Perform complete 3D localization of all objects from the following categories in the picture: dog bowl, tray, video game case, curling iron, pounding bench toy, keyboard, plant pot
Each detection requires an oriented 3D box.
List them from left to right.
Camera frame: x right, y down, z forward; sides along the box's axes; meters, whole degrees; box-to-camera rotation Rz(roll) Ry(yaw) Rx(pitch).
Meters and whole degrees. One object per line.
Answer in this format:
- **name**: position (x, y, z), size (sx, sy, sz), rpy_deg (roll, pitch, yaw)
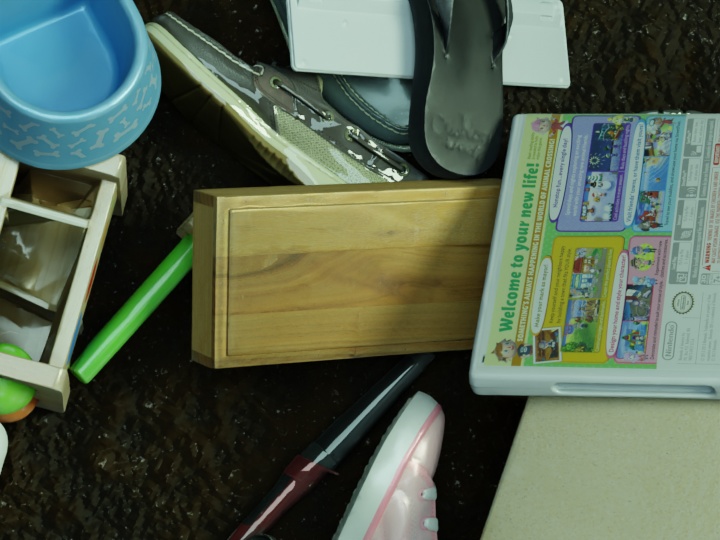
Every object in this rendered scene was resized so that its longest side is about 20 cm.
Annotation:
- **dog bowl**: position (-0.187, -0.155, 1.492), size (0.111, 0.050, 0.200), rpy_deg (-25, 77, -15)
- **pounding bench toy**: position (-0.180, 0.013, 1.543), size (0.200, 0.124, 0.156), rpy_deg (15, 80, -3)
- **curling iron**: position (-0.022, 0.122, 1.586), size (0.050, 0.026, 0.200), rpy_deg (29, 71, 37)
- **tray**: position (0.000, 0.000, 1.556), size (0.200, 0.037, 0.099), rpy_deg (-3, 100, -27)
- **keyboard**: position (0.043, -0.142, 1.603), size (0.200, 0.011, 0.056), rpy_deg (1, 85, -32)
- **video game case**: position (0.163, -0.011, 1.505), size (0.182, 0.022, 0.200), rpy_deg (1, 50, 14)
- **plant pot**: position (0.166, 0.149, 1.526), size (0.177, 0.200, 0.200), rpy_deg (17, 79, 9)

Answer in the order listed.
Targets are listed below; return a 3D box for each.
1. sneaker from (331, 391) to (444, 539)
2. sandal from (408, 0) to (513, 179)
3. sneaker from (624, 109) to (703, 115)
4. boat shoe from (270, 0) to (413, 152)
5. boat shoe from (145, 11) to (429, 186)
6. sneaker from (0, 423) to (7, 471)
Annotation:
- **sneaker**: position (0.030, 0.178, 1.556), size (0.104, 0.075, 0.201), rpy_deg (24, 90, 1)
- **sandal**: position (0.064, -0.156, 1.585), size (0.076, 0.043, 0.201), rpy_deg (-1, 84, -32)
- **sneaker**: position (0.209, -0.051, 1.616), size (0.200, 0.076, 0.091), rpy_deg (0, 85, -4)
- **boat shoe**: position (-0.015, -0.161, 1.617), size (0.073, 0.062, 0.200), rpy_deg (-31, 85, -9)
- **boat shoe**: position (-0.046, -0.092, 1.604), size (0.200, 0.073, 0.065), rpy_deg (41, 75, -7)
- **sneaker**: position (-0.246, 0.171, 1.526), size (0.072, 0.072, 0.200), rpy_deg (21, 102, -31)
